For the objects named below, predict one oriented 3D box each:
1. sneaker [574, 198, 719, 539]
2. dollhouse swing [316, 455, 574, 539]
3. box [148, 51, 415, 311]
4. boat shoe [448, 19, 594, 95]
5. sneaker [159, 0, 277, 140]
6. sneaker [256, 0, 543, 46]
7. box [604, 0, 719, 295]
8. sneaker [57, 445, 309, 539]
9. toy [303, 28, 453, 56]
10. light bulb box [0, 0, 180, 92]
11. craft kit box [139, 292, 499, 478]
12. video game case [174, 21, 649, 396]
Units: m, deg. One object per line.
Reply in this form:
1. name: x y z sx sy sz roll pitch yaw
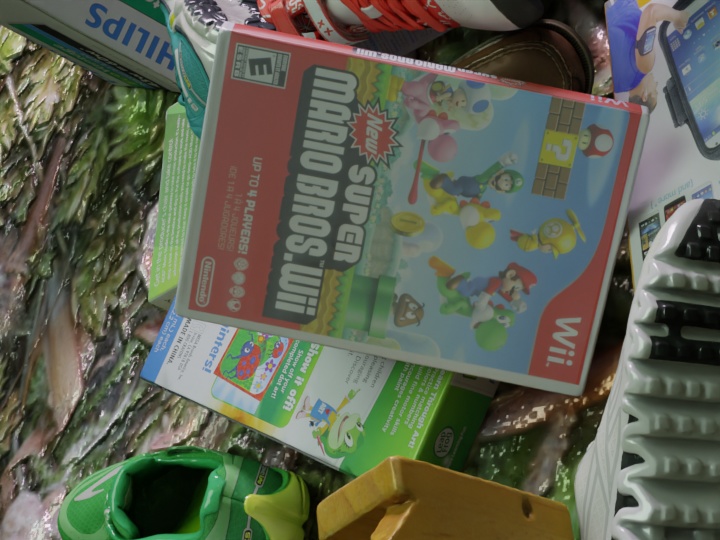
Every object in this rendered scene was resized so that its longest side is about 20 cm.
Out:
1. sneaker: 0.127 0.068 0.906 0.081 0.075 0.202 -2 77 67
2. dollhouse swing: 0.005 0.208 0.884 0.175 0.181 0.202 -21 63 33
3. box: -0.047 -0.071 1.256 0.199 0.036 0.145 -26 50 39
4. boat shoe: 0.028 -0.043 1.017 0.200 0.072 0.068 -41 -4 24
5. sneaker: -0.086 -0.125 1.227 0.200 0.077 0.080 -104 25 -72
6. sneaker: 0.013 -0.134 1.038 0.108 0.067 0.202 -41 30 5
7. box: 0.174 -0.069 0.973 0.119 0.041 0.201 -31 44 36
8. sneaker: -0.110 0.124 1.165 0.199 0.083 0.075 -11 60 49
9. toy: 0.048 -0.176 1.143 0.199 0.047 0.116 -31 62 5
10. light bulb box: -0.174 -0.248 1.387 0.124 0.197 0.201 14 80 55
11. craft kit box: 0.000 0.000 1.105 0.197 0.048 0.201 21 84 43
12. video game case: 0.021 -0.027 0.981 0.017 0.198 0.144 -79 0 -68
